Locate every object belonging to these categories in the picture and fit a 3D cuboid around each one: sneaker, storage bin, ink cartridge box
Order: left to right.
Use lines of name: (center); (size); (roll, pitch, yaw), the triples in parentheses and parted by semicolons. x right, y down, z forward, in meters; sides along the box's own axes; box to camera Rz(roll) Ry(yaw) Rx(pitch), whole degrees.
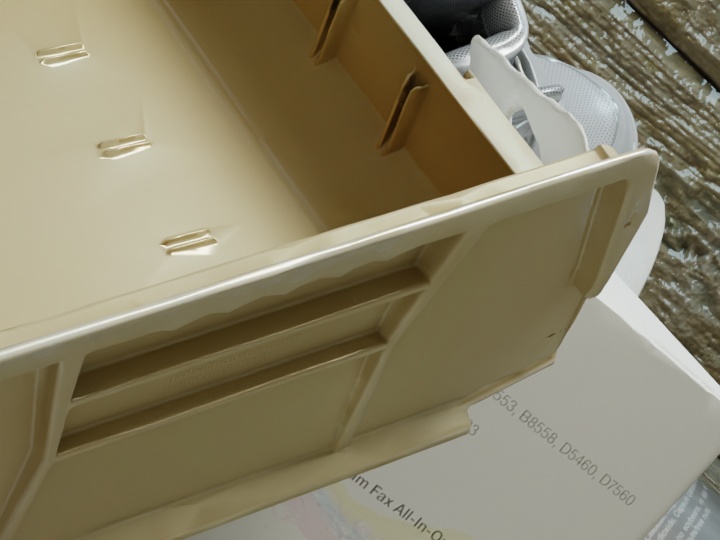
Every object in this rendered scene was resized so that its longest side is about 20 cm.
storage bin: (-0.071, -0.046, 0.511); (0.198, 0.094, 0.200); (-18, 58, -33)
ink cartridge box: (-0.003, 0.038, 0.666); (0.125, 0.200, 0.129); (39, 7, -22)
sneaker: (0.039, -0.056, 0.792); (0.199, 0.115, 0.075); (-2, 70, -40)

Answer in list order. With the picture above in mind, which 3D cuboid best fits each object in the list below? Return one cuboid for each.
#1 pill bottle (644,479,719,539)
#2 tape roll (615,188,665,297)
pill bottle: (0.107, 0.127, 1.151); (0.200, 0.113, 0.113); (42, 6, 0)
tape roll: (0.000, 0.000, 0.947); (0.139, 0.203, 0.203); (41, 6, -12)
